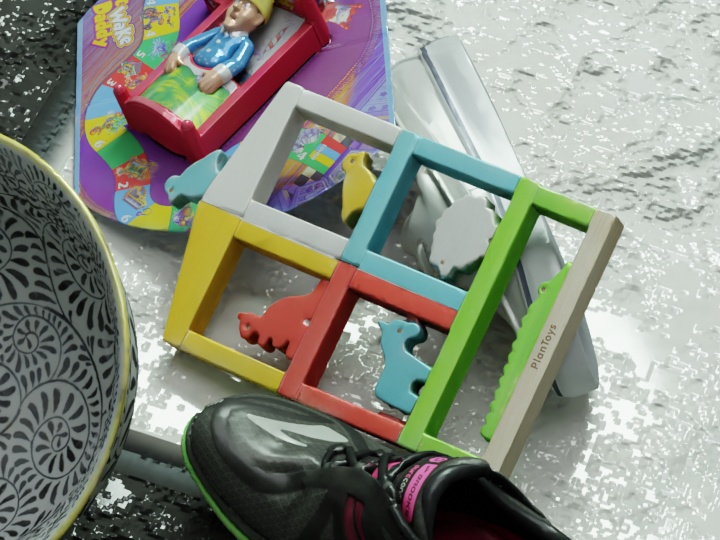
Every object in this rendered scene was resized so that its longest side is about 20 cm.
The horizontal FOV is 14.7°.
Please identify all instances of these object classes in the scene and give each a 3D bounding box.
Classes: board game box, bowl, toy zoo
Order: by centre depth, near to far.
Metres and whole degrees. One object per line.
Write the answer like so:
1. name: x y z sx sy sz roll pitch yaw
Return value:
1. bowl: -0.164 0.045 1.153 0.200 0.094 0.201 -4 79 22
2. toy zoo: 0.000 0.000 1.230 0.200 0.020 0.131 22 83 21
3. board game box: -0.067 -0.107 1.319 0.158 0.039 0.200 -12 48 10

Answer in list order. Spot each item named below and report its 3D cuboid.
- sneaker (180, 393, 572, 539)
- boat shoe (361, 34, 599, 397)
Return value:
1. sneaker: 0.019 0.096 1.157 0.200 0.084 0.077 25 50 15
2. boat shoe: 0.050 -0.020 1.276 0.066 0.072 0.200 -24 62 4
